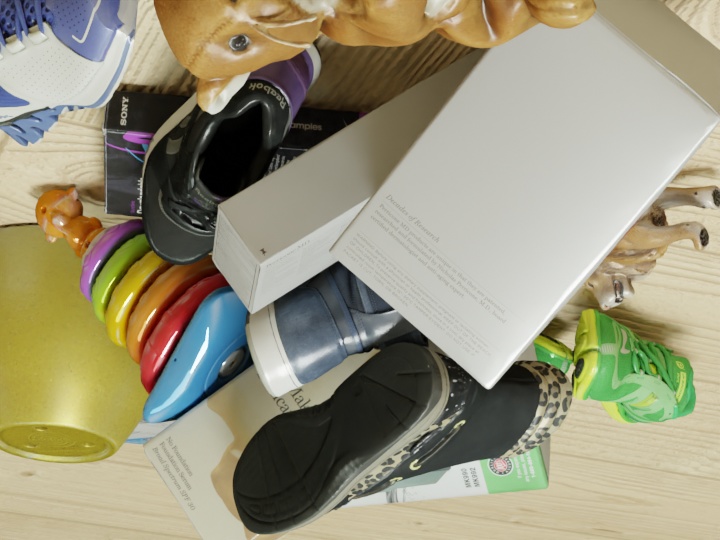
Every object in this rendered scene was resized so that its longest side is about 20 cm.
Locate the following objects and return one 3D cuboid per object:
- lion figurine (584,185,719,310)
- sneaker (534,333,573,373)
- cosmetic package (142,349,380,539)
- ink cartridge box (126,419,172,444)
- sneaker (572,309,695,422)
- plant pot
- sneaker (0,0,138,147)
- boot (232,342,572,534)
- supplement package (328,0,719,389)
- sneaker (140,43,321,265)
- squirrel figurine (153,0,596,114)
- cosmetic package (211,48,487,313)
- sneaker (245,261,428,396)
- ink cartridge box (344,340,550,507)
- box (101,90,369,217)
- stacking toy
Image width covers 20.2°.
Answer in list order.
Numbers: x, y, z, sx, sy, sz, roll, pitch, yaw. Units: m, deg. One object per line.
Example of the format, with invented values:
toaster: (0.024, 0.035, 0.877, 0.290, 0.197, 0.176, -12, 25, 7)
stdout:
lion figurine: (0.163, -0.052, 1.363, 0.122, 0.073, 0.200, -3, 144, 34)
sneaker: (0.098, 0.099, 1.689, 0.199, 0.084, 0.074, -18, 151, 41)
cosmetic package: (-0.038, 0.107, 1.400, 0.200, 0.105, 0.071, -37, 167, 1)
ink cartridge box: (-0.148, 0.099, 1.718, 0.199, 0.067, 0.116, -13, 165, 33)
sneaker: (0.222, 0.078, 1.621, 0.083, 0.075, 0.200, 1, 168, 23)
plant pot: (-0.233, 0.069, 1.585, 0.198, 0.143, 0.200, 2, 158, 1)
sneaker: (-0.212, -0.134, 1.176, 0.115, 0.081, 0.199, 13, 157, -28)
boot: (0.027, 0.114, 1.309, 0.153, 0.074, 0.203, 5, 147, -44)
supplement package: (0.099, -0.059, 1.106, 0.120, 0.121, 0.200, 40, 114, 3)
sneaker: (-0.096, -0.062, 1.247, 0.075, 0.088, 0.200, 25, 132, -8)
squirrel figurine: (-0.015, -0.149, 0.998, 0.186, 0.142, 0.200, -26, -170, -9)
cosmetic package: (0.004, -0.057, 1.234, 0.199, 0.051, 0.083, -32, 167, -18)
sneaker: (0.001, 0.002, 1.321, 0.145, 0.203, 0.077, -22, 115, 7)
ink cartridge box: (0.033, 0.097, 1.510, 0.199, 0.084, 0.147, -8, 127, 13)
box: (-0.075, -0.071, 1.369, 0.198, 0.036, 0.143, 4, 159, -6)
stacking toy: (-0.159, 0.007, 1.432, 0.200, 0.116, 0.110, 38, -159, 21)
